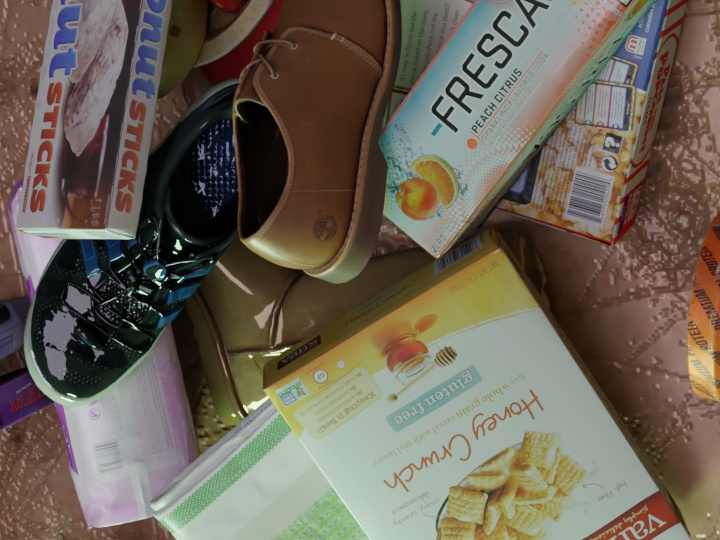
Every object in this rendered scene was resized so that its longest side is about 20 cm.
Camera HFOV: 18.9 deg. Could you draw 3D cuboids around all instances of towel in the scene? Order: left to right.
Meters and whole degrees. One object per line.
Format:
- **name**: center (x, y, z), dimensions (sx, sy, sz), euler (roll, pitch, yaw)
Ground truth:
- **towel**: center (0.004, 0.147, 1.172), dimensions (0.149, 0.031, 0.200), euler (-41, 107, 9)

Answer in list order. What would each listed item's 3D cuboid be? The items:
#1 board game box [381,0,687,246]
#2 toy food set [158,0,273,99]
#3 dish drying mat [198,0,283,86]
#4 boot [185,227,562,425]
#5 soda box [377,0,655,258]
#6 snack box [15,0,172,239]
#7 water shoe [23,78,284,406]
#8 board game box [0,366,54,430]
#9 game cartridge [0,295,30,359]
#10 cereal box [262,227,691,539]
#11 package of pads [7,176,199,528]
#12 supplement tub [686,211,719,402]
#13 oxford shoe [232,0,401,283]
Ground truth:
- **board game box**: center (0.059, -0.115, 1.119), dimensions (0.200, 0.046, 0.152), euler (18, 113, 16)
- **toy food set**: center (-0.112, -0.205, 1.163), dimensions (0.200, 0.049, 0.198), euler (-34, 74, 40)
- **dish drying mat**: center (-0.020, -0.171, 1.170), dimensions (0.200, 0.018, 0.077), euler (-41, 85, 26)
- **boot**: center (0.000, 0.000, 1.178), dimensions (0.200, 0.066, 0.175), euler (-8, 110, 27)
- **soda box**: center (0.079, -0.103, 1.049), dimensions (0.064, 0.068, 0.200), euler (41, 118, 8)
- **snack box**: center (-0.131, -0.116, 1.108), dimensions (0.072, 0.024, 0.200), euler (1, 80, 42)
- **water shoe**: center (-0.108, -0.016, 1.111), dimensions (0.071, 0.079, 0.200), euler (34, 91, -10)
- **board game box**: center (-0.263, 0.100, 1.241), dimensions (0.120, 0.200, 0.032), euler (-24, 92, 28)
- **game cartridge**: center (-0.282, 0.058, 1.240), dimensions (0.130, 0.200, 0.038), euler (-14, 99, 26)
- **cereal box**: center (0.062, 0.096, 1.122), dimensions (0.144, 0.040, 0.200), euler (-32, 108, 8)
- **package of pads**: center (-0.143, 0.036, 1.213), dimensions (0.076, 0.121, 0.200), euler (-13, 96, -7)
- **supplement tub**: center (0.264, 0.029, 1.028), dimensions (0.200, 0.123, 0.123), euler (9, 105, 22)
- **oxford shoe**: center (-0.027, -0.098, 1.054), dimensions (0.071, 0.071, 0.200), euler (-20, 62, 50)
